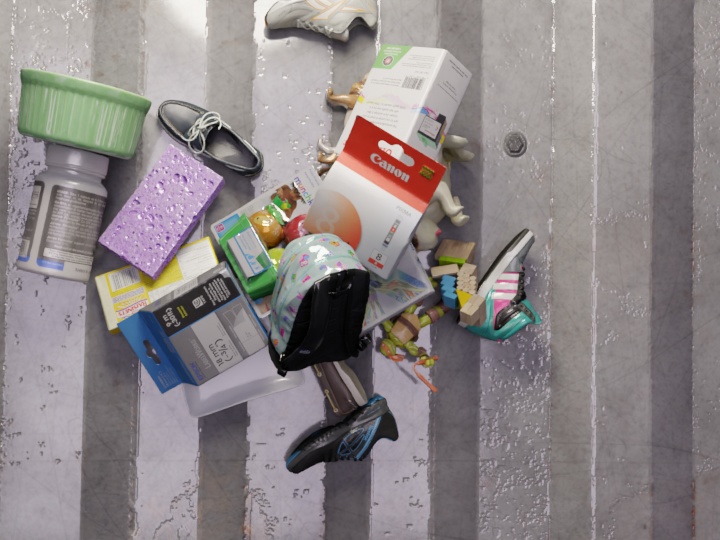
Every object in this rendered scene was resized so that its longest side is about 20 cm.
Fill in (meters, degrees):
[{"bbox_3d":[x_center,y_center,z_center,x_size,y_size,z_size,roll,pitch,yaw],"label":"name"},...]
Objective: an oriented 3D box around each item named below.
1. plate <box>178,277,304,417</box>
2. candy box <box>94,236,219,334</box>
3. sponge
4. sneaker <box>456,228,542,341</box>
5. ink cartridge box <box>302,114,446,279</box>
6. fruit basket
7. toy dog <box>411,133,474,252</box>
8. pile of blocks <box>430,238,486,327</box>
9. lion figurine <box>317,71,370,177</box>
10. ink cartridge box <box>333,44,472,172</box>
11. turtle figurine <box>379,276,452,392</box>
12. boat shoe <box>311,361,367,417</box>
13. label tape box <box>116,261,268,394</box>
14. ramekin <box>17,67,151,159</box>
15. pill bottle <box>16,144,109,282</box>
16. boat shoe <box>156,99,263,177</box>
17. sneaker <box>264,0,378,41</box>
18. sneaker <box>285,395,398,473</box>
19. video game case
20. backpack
[{"bbox_3d":[-0.212,0.119,1.476,0.198,0.032,0.202,-17,91,-8],"label":"plate"},{"bbox_3d":[-0.323,0.023,1.449,0.198,0.026,0.103,-20,66,-7],"label":"candy box"},{"bbox_3d":[-0.322,-0.095,1.452,0.111,0.030,0.201,33,79,8],"label":"sponge"},{"bbox_3d":[0.266,0.039,1.515,0.120,0.084,0.201,34,92,0],"label":"sneaker"},{"bbox_3d":[0.018,-0.105,1.336,0.161,0.050,0.201,32,128,8],"label":"ink cartridge box"},{"bbox_3d":[-0.120,-0.050,1.434,0.199,0.094,0.186,-31,74,3],"label":"fruit basket"},{"bbox_3d":[0.090,-0.122,1.475,0.192,0.140,0.202,12,86,6],"label":"toy dog"},{"bbox_3d":[0.161,0.031,1.475,0.081,0.201,0.063,-7,129,4],"label":"pile of blocks"},{"bbox_3d":[-0.005,-0.242,1.497,0.121,0.072,0.202,11,89,-8],"label":"lion figurine"},{"bbox_3d":[0.066,-0.246,1.409,0.084,0.144,0.202,29,83,-45],"label":"ink cartridge box"},{"bbox_3d":[0.089,0.098,1.499,0.200,0.065,0.161,42,73,12],"label":"turtle figurine"},{"bbox_3d":[-0.063,0.146,1.477,0.059,0.072,0.201,-32,86,8],"label":"boat shoe"},{"bbox_3d":[-0.262,0.100,1.402,0.199,0.063,0.145,-30,107,-3],"label":"label tape box"},{"bbox_3d":[-0.432,-0.239,1.382,0.198,0.200,0.099,12,93,-7],"label":"ramekin"},{"bbox_3d":[-0.465,-0.090,1.407,0.113,0.114,0.202,13,88,-7],"label":"pill bottle"},{"bbox_3d":[-0.248,-0.219,1.468,0.199,0.062,0.075,37,86,-4],"label":"boat shoe"},{"bbox_3d":[-0.061,-0.425,1.497,0.198,0.076,0.093,-16,95,-7],"label":"sneaker"},{"bbox_3d":[-0.028,0.289,1.474,0.199,0.073,0.082,-29,93,-7],"label":"sneaker"},{"bbox_3d":[0.000,0.000,1.442,0.199,0.022,0.184,-32,76,26],"label":"video game case"},{"bbox_3d":[-0.063,0.047,1.345,0.166,0.201,0.127,-16,49,-31],"label":"backpack"}]
